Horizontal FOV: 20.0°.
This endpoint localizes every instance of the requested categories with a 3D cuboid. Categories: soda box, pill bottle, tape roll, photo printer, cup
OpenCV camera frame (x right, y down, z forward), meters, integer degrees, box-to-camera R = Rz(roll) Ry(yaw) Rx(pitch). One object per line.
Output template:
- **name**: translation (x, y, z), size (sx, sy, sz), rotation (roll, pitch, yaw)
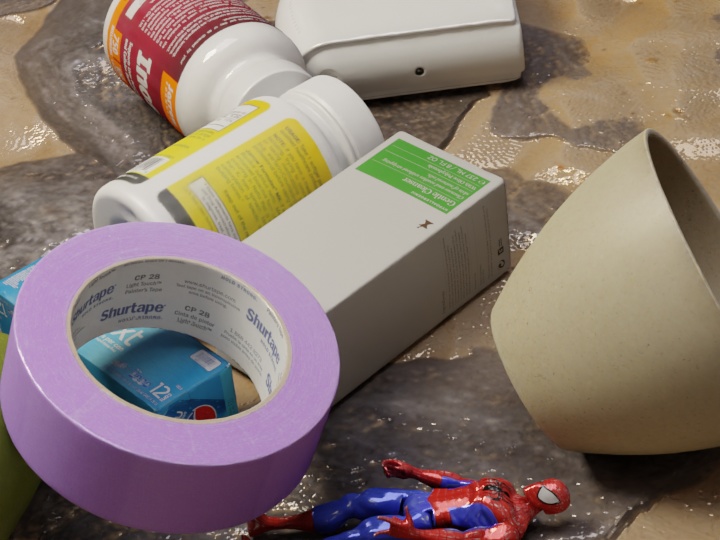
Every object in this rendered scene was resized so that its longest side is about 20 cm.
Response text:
- **soda box**: translation (-0.166, 0.061, 1.372), size (0.064, 0.068, 0.200), rotation (-30, 41, -28)
- **pill bottle**: translation (-0.083, -0.055, 1.469), size (0.200, 0.115, 0.114), rotation (-33, 43, -28)
- **tape roll**: translation (-0.116, 0.062, 1.240), size (0.199, 0.066, 0.201), rotation (10, 42, -9)
- **photo printer**: translation (0.029, -0.208, 1.680), size (0.199, 0.070, 0.167), rotation (-7, 37, 4)
- **pill bottle**: translation (-0.114, -0.158, 1.610), size (0.113, 0.113, 0.200), rotation (-26, 39, -21)
- **cup**: translation (0.165, 0.034, 1.257), size (0.143, 0.200, 0.201), rotation (-29, 33, 16)

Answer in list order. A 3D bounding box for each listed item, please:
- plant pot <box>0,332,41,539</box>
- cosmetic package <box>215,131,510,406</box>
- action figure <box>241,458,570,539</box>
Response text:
- **plant pot**: translation (-0.275, 0.120, 1.251), size (0.186, 0.188, 0.200), rotation (12, 29, 26)
- **cosmetic package**: translation (0.000, 0.000, 1.402), size (0.107, 0.085, 0.200), rotation (27, 49, 35)
- **action figure**: translation (0.028, 0.148, 1.236), size (0.199, 0.052, 0.066), rotation (-5, 32, 2)
